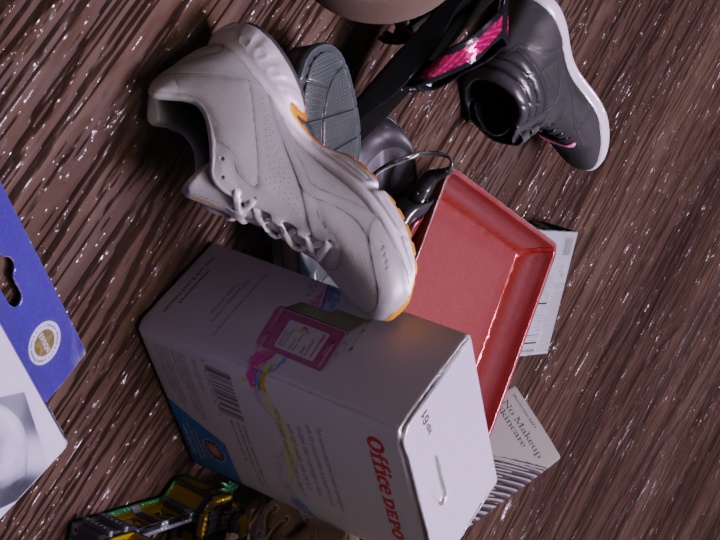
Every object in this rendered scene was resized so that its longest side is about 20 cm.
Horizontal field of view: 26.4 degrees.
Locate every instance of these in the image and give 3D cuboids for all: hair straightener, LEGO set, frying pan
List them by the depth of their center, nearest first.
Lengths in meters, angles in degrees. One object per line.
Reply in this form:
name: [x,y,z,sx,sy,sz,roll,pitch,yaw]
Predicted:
LEGO set: [-0.116,0.237,0.984,0.154,0.116,0.200,9,99,-59]
hair straightener: [0.000,0.000,1.067,0.200,0.041,0.077,-55,147,10]
frying pan: [0.005,-0.022,1.121,0.115,0.031,0.190,-28,128,-46]

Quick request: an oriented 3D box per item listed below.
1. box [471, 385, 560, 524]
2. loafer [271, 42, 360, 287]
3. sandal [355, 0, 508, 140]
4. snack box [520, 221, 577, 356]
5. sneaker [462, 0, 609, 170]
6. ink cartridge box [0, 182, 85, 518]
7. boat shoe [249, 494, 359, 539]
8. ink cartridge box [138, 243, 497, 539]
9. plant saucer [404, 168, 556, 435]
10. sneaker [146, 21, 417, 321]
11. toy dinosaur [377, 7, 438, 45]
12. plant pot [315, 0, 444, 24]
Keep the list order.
box: [0.077,0.171,1.274,0.068,0.082,0.200,-38,173,39]
loafer: [-0.041,-0.048,1.000,0.072,0.063,0.201,-23,115,-48]
sandal: [0.057,-0.142,1.028,0.200,0.045,0.075,-47,170,9]
snack box: [0.117,0.016,1.309,0.200,0.037,0.116,1,105,-58]
sneaker: [0.137,-0.125,1.234,0.099,0.071,0.200,-55,141,-20]
ink cartridge box: [-0.221,0.056,0.785,0.200,0.041,0.200,-51,145,-29]
boat shoe: [-0.041,0.184,1.040,0.200,0.069,0.074,-109,-148,-79]
ink cartridge box: [-0.023,0.085,0.964,0.085,0.200,0.145,-49,144,-31]
plant saucer: [0.065,0.041,1.171,0.200,0.037,0.200,29,81,-56]
sneaker: [-0.052,-0.044,0.894,0.092,0.200,0.076,-33,172,-31]
toy dinosaur: [0.049,-0.208,1.032,0.102,0.077,0.200,-45,139,-14]
plant pot: [0.010,-0.230,0.870,0.200,0.200,0.175,-59,165,-17]
